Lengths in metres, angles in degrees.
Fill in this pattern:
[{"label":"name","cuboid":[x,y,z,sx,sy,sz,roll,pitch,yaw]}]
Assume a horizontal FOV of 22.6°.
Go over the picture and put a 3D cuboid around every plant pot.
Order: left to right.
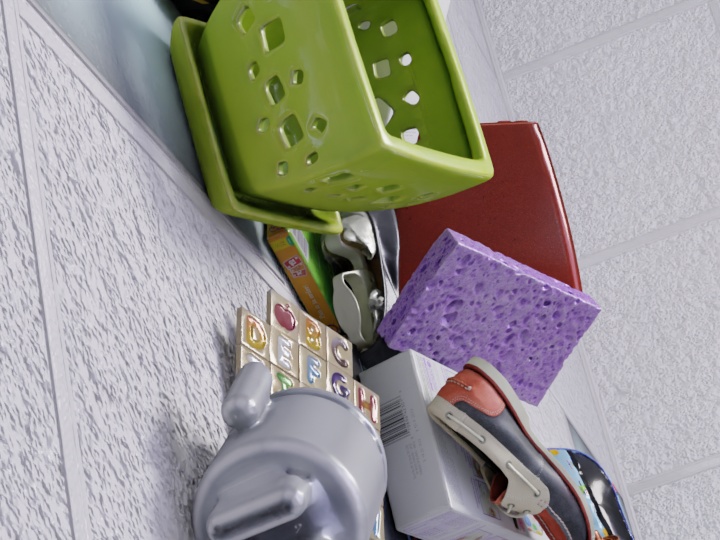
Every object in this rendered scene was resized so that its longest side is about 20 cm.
[{"label":"plant pot","cuboid":[-0.033,-0.140,1.457,0.198,0.180,0.202,8,62,-59]},{"label":"plant pot","cuboid":[0.099,-0.053,1.734,0.200,0.197,0.179,-128,-145,-83]}]

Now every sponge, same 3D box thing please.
[{"label":"sponge","cuboid":[0.116,0.044,1.586,0.199,0.112,0.030,23,17,-39]}]

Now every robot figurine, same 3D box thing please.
[{"label":"robot figurine","cuboid":[-0.043,0.143,1.166,0.200,0.112,0.171,-57,127,-75]}]

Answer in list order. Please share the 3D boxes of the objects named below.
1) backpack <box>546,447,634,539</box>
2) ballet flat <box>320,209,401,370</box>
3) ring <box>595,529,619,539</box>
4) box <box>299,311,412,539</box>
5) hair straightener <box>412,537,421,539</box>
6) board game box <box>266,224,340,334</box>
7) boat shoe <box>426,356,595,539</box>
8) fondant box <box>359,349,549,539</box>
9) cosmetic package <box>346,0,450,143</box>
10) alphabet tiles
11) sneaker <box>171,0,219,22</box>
[{"label":"backpack","cuboid":[0.189,0.291,1.826,0.135,0.181,0.202,101,-27,-66]},{"label":"ballet flat","cuboid":[0.000,0.000,1.601,0.073,0.072,0.202,47,33,-62]},{"label":"ring","cuboid":[0.135,0.276,1.561,0.019,0.199,0.200,60,11,4]},{"label":"box","cuboid":[-0.017,0.146,1.452,0.160,0.043,0.202,40,33,-69]},{"label":"hair straightener","cuboid":[0.057,0.241,1.634,0.201,0.041,0.077,-100,166,-62]},{"label":"board game box","cuboid":[-0.034,0.014,1.640,0.096,0.030,0.201,-92,157,-53]},{"label":"boat shoe","cuboid":[0.125,0.164,1.484,0.071,0.063,0.201,9,-42,58]},{"label":"fondant box","cuboid":[0.087,0.165,1.547,0.199,0.058,0.146,27,42,-52]},{"label":"cosmetic package","cuboid":[0.005,-0.187,1.612,0.085,0.107,0.202,-4,111,-65]},{"label":"alphabet tiles","cuboid":[-0.036,0.117,1.344,0.166,0.006,0.202,35,40,-39]},{"label":"sneaker","cuboid":[-0.109,-0.203,1.559,0.199,0.069,0.091,19,83,-58]}]
